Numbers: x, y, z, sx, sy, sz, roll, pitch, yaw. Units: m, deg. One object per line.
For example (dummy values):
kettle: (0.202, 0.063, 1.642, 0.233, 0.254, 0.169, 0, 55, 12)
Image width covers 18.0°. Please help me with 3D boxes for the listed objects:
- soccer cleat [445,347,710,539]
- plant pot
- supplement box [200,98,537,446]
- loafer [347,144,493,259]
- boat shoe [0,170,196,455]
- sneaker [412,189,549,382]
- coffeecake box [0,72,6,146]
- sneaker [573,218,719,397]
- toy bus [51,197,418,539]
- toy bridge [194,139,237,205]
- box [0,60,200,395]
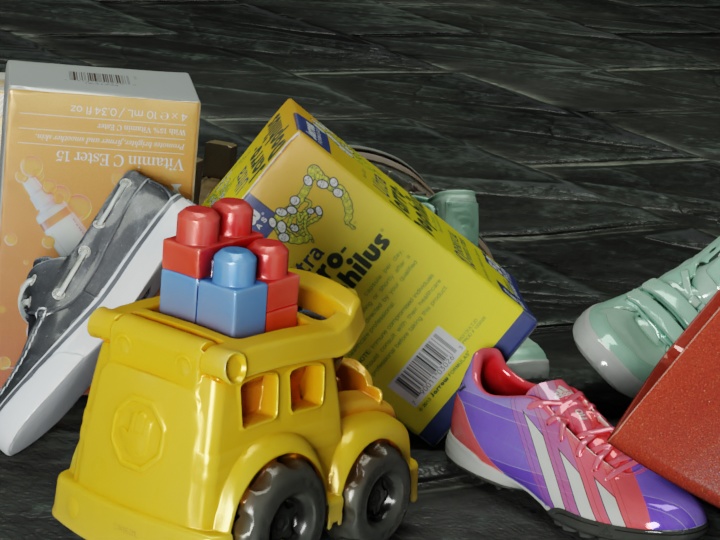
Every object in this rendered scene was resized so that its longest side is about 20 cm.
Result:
soccer cleat: (0.127, 0.106, 1.348, 0.068, 0.074, 0.200, -5, 18, -39)
plant pot: (0.289, 0.060, 1.336, 0.176, 0.200, 0.200, 40, 20, 6)
supplement box: (0.000, 0.000, 1.458, 0.200, 0.110, 0.109, 38, 9, -13)
loafer: (0.041, -0.033, 1.749, 0.200, 0.072, 0.063, 32, 8, -39)
boat shoe: (-0.175, 0.021, 1.376, 0.068, 0.200, 0.072, 33, -24, 5)
sneaker: (0.071, 0.007, 1.619, 0.073, 0.119, 0.200, -1, 17, -31)
coffeecake box: (-0.237, -0.055, 1.555, 0.199, 0.154, 0.073, 1, 15, -10)
sneaker: (0.228, 0.018, 1.595, 0.074, 0.118, 0.200, 49, 28, 12)
toy bus: (-0.058, 0.056, 1.237, 0.135, 0.193, 0.200, 15, 15, 36)
toy bridge: (-0.149, -0.063, 1.897, 0.027, 0.068, 0.200, 10, 14, 16)
box: (-0.176, -0.027, 1.482, 0.124, 0.201, 0.098, 3, 15, -10)
